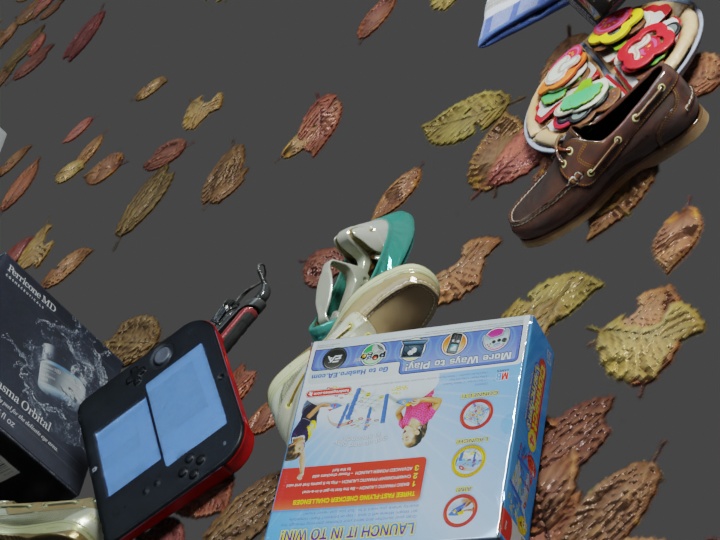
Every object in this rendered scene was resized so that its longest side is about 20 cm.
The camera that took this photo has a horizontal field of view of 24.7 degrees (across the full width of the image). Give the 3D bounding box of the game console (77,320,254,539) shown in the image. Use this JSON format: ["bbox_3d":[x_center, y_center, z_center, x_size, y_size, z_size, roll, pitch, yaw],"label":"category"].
[{"bbox_3d":[-0.194,0.153,1.600,0.176,0.031,0.201,-32,41,7],"label":"game console"}]

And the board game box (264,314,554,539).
[{"bbox_3d":[0.040,0.139,1.264,0.198,0.056,0.198,-8,49,27],"label":"board game box"}]

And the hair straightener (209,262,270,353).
[{"bbox_3d":[-0.161,0.073,1.701,0.201,0.041,0.077,-55,29,-10],"label":"hair straightener"}]

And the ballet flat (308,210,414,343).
[{"bbox_3d":[0.000,0.000,1.555,0.067,0.070,0.201,-19,37,39],"label":"ballet flat"}]

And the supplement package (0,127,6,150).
[{"bbox_3d":[-0.716,-0.194,2.640,0.199,0.191,0.148,-31,30,25],"label":"supplement package"}]

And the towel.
[{"bbox_3d":[0.195,-0.335,1.790,0.146,0.024,0.201,-25,34,34],"label":"towel"}]

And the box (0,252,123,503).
[{"bbox_3d":[-0.378,0.128,1.756,0.117,0.197,0.201,-26,33,29],"label":"box"}]

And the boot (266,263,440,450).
[{"bbox_3d":[0.003,0.099,1.420,0.200,0.072,0.155,-43,27,14],"label":"boot"}]

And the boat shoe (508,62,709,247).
[{"bbox_3d":[0.203,-0.102,1.423,0.199,0.070,0.071,-39,29,14],"label":"boat shoe"}]

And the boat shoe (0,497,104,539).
[{"bbox_3d":[-0.326,0.260,1.650,0.199,0.073,0.063,-11,35,42],"label":"boat shoe"}]

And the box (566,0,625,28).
[{"bbox_3d":[0.256,-0.360,1.587,0.200,0.132,0.115,-46,-5,-3],"label":"box"}]

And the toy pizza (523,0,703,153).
[{"bbox_3d":[0.229,-0.188,1.527,0.199,0.032,0.201,-35,26,19],"label":"toy pizza"}]
